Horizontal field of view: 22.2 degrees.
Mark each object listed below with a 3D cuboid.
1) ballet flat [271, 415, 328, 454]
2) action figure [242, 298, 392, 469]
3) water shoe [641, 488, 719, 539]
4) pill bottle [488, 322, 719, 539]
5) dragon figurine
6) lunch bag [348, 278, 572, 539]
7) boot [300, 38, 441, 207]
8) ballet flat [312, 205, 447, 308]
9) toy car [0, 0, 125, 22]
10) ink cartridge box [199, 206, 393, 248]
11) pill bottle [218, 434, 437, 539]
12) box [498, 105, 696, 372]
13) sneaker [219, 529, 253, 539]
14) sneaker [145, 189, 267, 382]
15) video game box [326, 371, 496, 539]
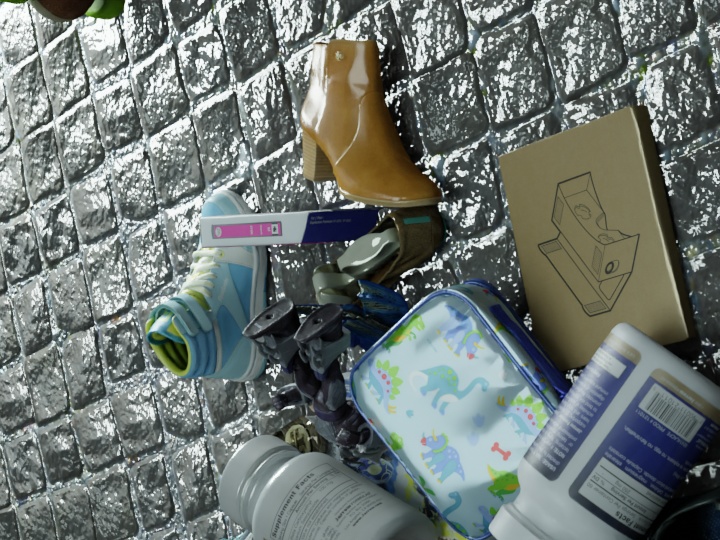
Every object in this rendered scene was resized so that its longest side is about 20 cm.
[{"bbox_3d":[-0.089,0.194,1.847,0.200,0.046,0.068,-33,59,56],"label":"ballet flat"},{"bbox_3d":[-0.035,0.114,1.685,0.130,0.069,0.201,17,142,38],"label":"action figure"},{"bbox_3d":[0.251,0.217,1.487,0.200,0.079,0.072,-35,67,43],"label":"water shoe"},{"bbox_3d":[0.197,0.152,1.465,0.116,0.116,0.201,38,93,38],"label":"pill bottle"},{"bbox_3d":[0.010,0.050,1.695,0.059,0.199,0.099,-68,7,-27],"label":"dragon figurine"},{"bbox_3d":[0.102,0.119,1.591,0.161,0.082,0.200,-45,77,25],"label":"lunch bag"},{"bbox_3d":[0.008,-0.143,1.727,0.201,0.070,0.145,22,111,49],"label":"boot"},{"bbox_3d":[0.000,0.000,1.746,0.200,0.072,0.068,-39,63,42],"label":"ballet flat"},{"bbox_3d":[-0.289,-0.376,1.976,0.199,0.164,0.159,-28,73,34],"label":"toy car"},{"bbox_3d":[-0.060,-0.043,1.791,0.199,0.094,0.037,-5,90,47],"label":"ink cartridge box"},{"bbox_3d":[-0.035,0.234,1.698,0.199,0.114,0.115,28,113,38],"label":"pill bottle"},{"bbox_3d":[0.199,-0.023,1.567,0.163,0.021,0.202,-19,78,46],"label":"box"},{"bbox_3d":[-0.136,0.308,1.914,0.086,0.077,0.201,52,127,35],"label":"sneaker"},{"bbox_3d":[-0.164,0.017,1.881,0.079,0.130,0.202,-12,84,48],"label":"sneaker"},{"bbox_3d":[0.046,0.197,1.732,0.199,0.047,0.184,5,99,47],"label":"video game box"}]
